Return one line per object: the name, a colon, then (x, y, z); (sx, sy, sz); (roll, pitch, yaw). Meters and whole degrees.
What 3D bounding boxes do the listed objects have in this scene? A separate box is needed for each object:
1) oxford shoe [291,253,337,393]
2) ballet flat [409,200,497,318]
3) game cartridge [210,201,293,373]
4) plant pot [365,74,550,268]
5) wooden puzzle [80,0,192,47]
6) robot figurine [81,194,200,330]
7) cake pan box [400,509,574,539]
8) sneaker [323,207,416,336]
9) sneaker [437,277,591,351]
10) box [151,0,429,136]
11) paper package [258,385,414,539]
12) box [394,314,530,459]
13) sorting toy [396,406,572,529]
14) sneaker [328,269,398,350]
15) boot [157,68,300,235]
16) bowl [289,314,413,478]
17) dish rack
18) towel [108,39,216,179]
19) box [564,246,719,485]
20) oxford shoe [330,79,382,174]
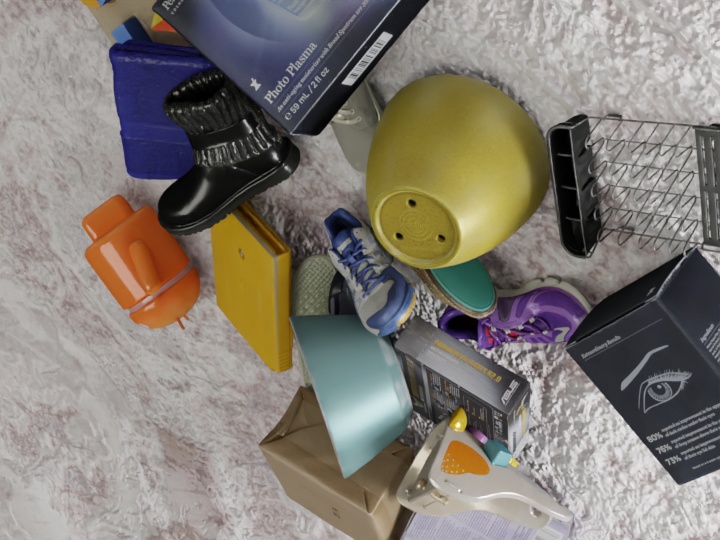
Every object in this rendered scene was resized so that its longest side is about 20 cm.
oxford shoe: (-0.053, 0.065, 1.787); (0.075, 0.058, 0.201); (0, 118, 7)
ballet flat: (0.083, -0.014, 1.598); (0.200, 0.070, 0.065); (52, 152, 20)
game cartridge: (-0.139, 0.012, 1.791); (0.176, 0.032, 0.201); (46, 148, 41)
plant pot: (0.085, -0.083, 1.467); (0.199, 0.142, 0.201); (15, 132, 17)
wooden puzzle: (-0.271, -0.325, 1.675); (0.199, 0.046, 0.186); (-22, 106, 47)
robot figurine: (-0.295, -0.005, 1.889); (0.144, 0.117, 0.201); (-26, 103, 47)
cake pan box: (0.151, 0.345, 1.771); (0.183, 0.052, 0.201); (26, 116, 4)
sneaker: (0.000, 0.000, 1.593); (0.075, 0.200, 0.088); (-43, 120, 9)
sneaker: (0.175, 0.063, 1.574); (0.199, 0.083, 0.081); (-3, 119, 41)
box: (-0.069, -0.275, 1.420); (0.198, 0.123, 0.200); (42, 101, 6)
paper package: (-0.019, 0.269, 1.833); (0.190, 0.104, 0.200); (27, 160, 22)
box: (0.123, 0.147, 1.652); (0.158, 0.048, 0.200); (31, 161, 20)
sorting toy: (0.156, 0.256, 1.642); (0.179, 0.107, 0.200); (29, 163, -1)
sneaker: (0.020, 0.077, 1.738); (0.087, 0.075, 0.201); (4, 134, 22)
boot: (-0.193, -0.142, 1.653); (0.210, 0.080, 0.158); (-30, 134, 18)
bowl: (-0.005, 0.132, 1.640); (0.201, 0.104, 0.202); (160, 90, -86)
dish rack: (0.291, -0.080, 1.388); (0.199, 0.055, 0.154); (10, 128, 34)
towel: (-0.226, -0.193, 1.706); (0.146, 0.050, 0.201); (6, 136, 6)
box: (0.339, 0.101, 1.449); (0.200, 0.104, 0.148); (51, 139, -4)
oxford shoe: (-0.021, -0.193, 1.549); (0.075, 0.058, 0.201); (8, 127, 33)
